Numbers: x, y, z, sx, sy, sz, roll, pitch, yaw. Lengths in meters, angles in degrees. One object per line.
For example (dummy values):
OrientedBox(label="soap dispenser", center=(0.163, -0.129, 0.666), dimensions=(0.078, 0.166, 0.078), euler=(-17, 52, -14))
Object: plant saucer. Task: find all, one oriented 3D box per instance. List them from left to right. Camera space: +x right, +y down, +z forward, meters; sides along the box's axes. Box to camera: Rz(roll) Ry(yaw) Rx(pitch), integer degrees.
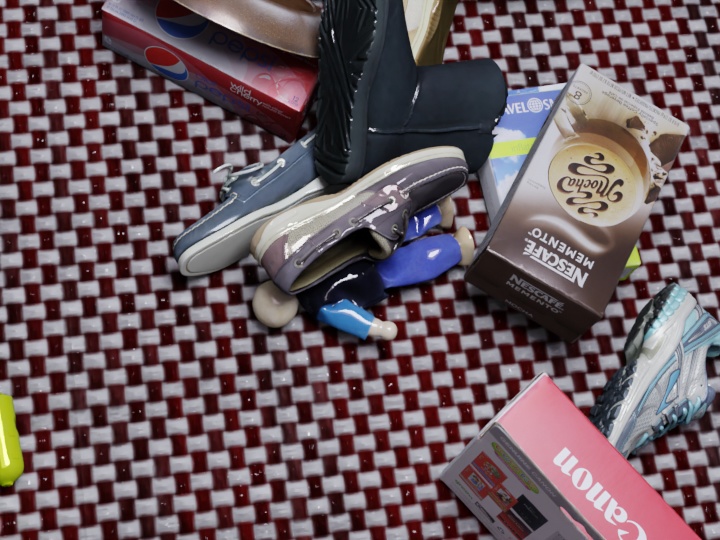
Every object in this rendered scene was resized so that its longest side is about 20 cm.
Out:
OrientedBox(label="plant saucer", center=(-0.109, -0.244, 1.183), dimensions=(0.198, 0.200, 0.032), euler=(27, 107, 1))

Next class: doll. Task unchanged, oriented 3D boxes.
OrientedBox(label="doll", center=(0.000, 0.000, 1.174), dimensions=(0.198, 0.049, 0.138), euler=(-21, 71, -17))

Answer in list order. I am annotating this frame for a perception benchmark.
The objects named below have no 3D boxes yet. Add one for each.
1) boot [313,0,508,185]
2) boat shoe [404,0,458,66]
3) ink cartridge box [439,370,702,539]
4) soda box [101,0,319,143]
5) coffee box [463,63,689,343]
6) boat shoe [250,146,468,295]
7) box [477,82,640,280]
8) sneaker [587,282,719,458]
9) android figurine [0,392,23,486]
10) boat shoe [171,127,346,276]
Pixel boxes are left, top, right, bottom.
OrientedBox(label="boot", center=(0.049, -0.171, 1.153), dimensions=(0.166, 0.203, 0.076), euler=(-11, 30, -34))
OrientedBox(label="boat shoe", center=(0.041, -0.212, 1.259), dimensions=(0.065, 0.074, 0.203), euler=(12, 72, 20))
OrientedBox(label="ink cartridge box", center=(0.174, 0.188, 1.064), dimensions=(0.084, 0.176, 0.200), euler=(-40, 81, -22))
OrientedBox(label="soda box", center=(-0.130, -0.197, 1.220), dimensions=(0.198, 0.064, 0.071), euler=(27, 66, 1))
OrientedBox(label="coffee box", center=(0.184, -0.057, 1.163), dimensions=(0.112, 0.080, 0.202), euler=(29, 68, -1))
OrientedBox(label="boat shoe", center=(0.008, -0.038, 1.130), dimensions=(0.198, 0.072, 0.065), euler=(-24, 65, -15))
OrientedBox(label="box", center=(0.170, -0.084, 1.240), dimensions=(0.120, 0.048, 0.203), euler=(-8, 71, -14))
OrientedBox(label="sneaker", center=(0.257, 0.108, 1.166), dimensions=(0.086, 0.078, 0.201), euler=(33, 67, 0))
OrientedBox(label="android figurine", center=(-0.353, 0.150, 1.054), dimensions=(0.179, 0.041, 0.203), euler=(-12, 69, -16))
OrientedBox(label="boat shoe", center=(-0.085, -0.066, 1.170), dimensions=(0.199, 0.075, 0.062), euler=(-34, 80, -22))
